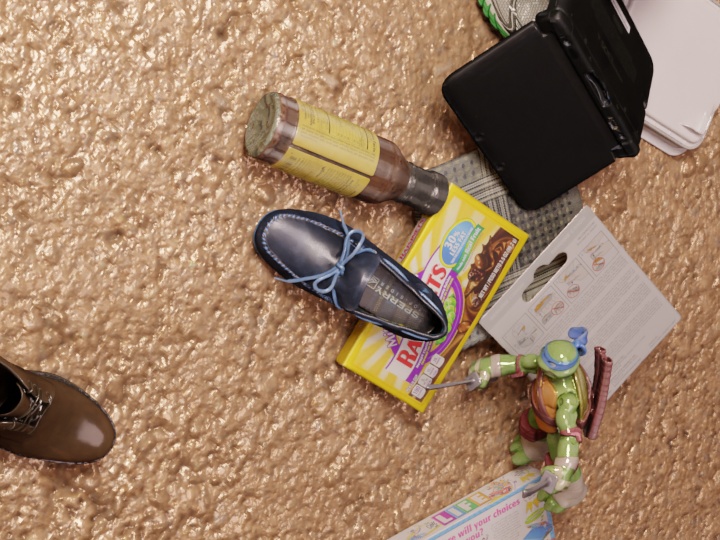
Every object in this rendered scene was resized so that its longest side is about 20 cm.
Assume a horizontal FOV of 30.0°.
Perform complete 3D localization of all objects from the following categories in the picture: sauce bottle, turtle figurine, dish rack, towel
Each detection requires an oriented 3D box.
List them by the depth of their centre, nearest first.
[{"bbox_3d":[-0.008,-0.097,1.202,0.198,0.064,0.065,22,88,-32],"label":"sauce bottle"},{"bbox_3d":[0.154,0.158,1.307,0.201,0.143,0.195,-53,149,-28],"label":"turtle figurine"},{"bbox_3d":[0.143,-0.037,1.344,0.198,0.034,0.195,-21,108,-26],"label":"towel"},{"bbox_3d":[0.322,-0.226,1.408,0.199,0.043,0.174,24,87,-35],"label":"dish rack"}]

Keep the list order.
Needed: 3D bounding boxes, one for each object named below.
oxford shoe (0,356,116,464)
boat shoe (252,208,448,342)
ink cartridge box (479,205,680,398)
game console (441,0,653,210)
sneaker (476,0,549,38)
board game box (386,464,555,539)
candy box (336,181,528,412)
[{"bbox_3d":[-0.272,0.111,1.067,0.199,0.084,0.073,30,82,-36],"label":"oxford shoe"},{"bbox_3d":[0.000,0.000,1.207,0.198,0.069,0.085,23,93,-17],"label":"boat shoe"},{"bbox_3d":[0.220,0.044,1.377,0.163,0.057,0.200,-47,119,0],"label":"ink cartridge box"},{"bbox_3d":[0.184,-0.187,1.278,0.200,0.115,0.178,48,49,-43],"label":"game console"},{"bbox_3d":[0.152,-0.307,1.253,0.077,0.085,0.203,-21,112,-28],"label":"sneaker"},{"bbox_3d":[0.117,0.305,1.393,0.198,0.034,0.136,-23,112,-27],"label":"board game box"},{"bbox_3d":[0.069,0.026,1.282,0.102,0.026,0.201,31,91,-20],"label":"candy box"}]
